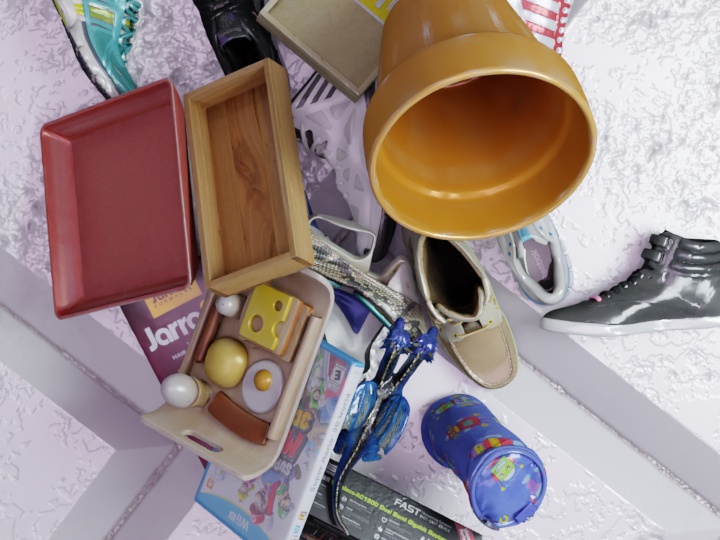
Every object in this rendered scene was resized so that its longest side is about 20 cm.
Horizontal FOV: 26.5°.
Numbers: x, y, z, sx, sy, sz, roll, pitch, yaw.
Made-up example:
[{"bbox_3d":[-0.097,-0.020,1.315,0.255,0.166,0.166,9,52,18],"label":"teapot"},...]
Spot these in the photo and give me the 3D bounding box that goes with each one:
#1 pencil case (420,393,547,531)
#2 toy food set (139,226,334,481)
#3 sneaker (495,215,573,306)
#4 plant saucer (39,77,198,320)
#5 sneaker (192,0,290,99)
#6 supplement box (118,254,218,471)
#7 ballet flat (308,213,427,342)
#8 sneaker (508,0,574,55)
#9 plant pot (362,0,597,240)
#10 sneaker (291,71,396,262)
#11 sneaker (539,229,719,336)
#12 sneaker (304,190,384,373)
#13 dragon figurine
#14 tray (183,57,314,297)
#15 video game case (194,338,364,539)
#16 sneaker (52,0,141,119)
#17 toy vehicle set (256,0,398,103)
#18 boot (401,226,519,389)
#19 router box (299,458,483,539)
[{"bbox_3d":[0.118,0.182,1.464,0.078,0.200,0.087,-32,106,-4],"label":"pencil case"},{"bbox_3d":[-0.118,0.073,1.406,0.143,0.060,0.200,24,96,34],"label":"toy food set"},{"bbox_3d":[0.155,-0.055,1.492,0.075,0.087,0.200,-28,93,7],"label":"sneaker"},{"bbox_3d":[-0.227,-0.064,1.470,0.200,0.037,0.200,-13,80,41],"label":"plant saucer"},{"bbox_3d":[-0.121,-0.248,1.478,0.076,0.088,0.200,-23,95,5],"label":"sneaker"},{"bbox_3d":[-0.142,0.089,1.518,0.110,0.086,0.200,-27,95,5],"label":"supplement box"},{"bbox_3d":[0.000,0.000,1.447,0.200,0.068,0.075,34,91,-8],"label":"ballet flat"},{"bbox_3d":[0.188,-0.253,1.476,0.112,0.071,0.200,-18,107,-7],"label":"sneaker"},{"bbox_3d":[0.093,-0.161,1.368,0.200,0.184,0.200,-6,138,-6],"label":"plant pot"},{"bbox_3d":[-0.020,-0.109,1.505,0.115,0.076,0.201,1,86,9],"label":"sneaker"},{"bbox_3d":[0.272,0.012,1.506,0.199,0.071,0.099,-6,94,-3],"label":"sneaker"},{"bbox_3d":[-0.029,0.022,1.516,0.115,0.081,0.200,-6,77,-24],"label":"sneaker"},{"bbox_3d":[0.010,0.137,1.408,0.059,0.099,0.200,26,70,-1],"label":"dragon figurine"},{"bbox_3d":[-0.103,-0.085,1.399,0.098,0.037,0.200,-20,65,25],"label":"tray"},{"bbox_3d":[-0.079,0.153,1.421,0.018,0.143,0.200,15,99,-43],"label":"video game case"},{"bbox_3d":[-0.250,-0.243,1.494,0.079,0.078,0.200,-22,97,-8],"label":"sneaker"},{"bbox_3d":[0.011,-0.275,1.469,0.124,0.027,0.200,41,77,-2],"label":"toy vehicle set"},{"bbox_3d":[0.101,0.038,1.467,0.072,0.155,0.200,-25,99,2],"label":"boot"},{"bbox_3d":[0.007,0.258,1.497,0.200,0.150,0.062,28,65,-1],"label":"router box"}]
